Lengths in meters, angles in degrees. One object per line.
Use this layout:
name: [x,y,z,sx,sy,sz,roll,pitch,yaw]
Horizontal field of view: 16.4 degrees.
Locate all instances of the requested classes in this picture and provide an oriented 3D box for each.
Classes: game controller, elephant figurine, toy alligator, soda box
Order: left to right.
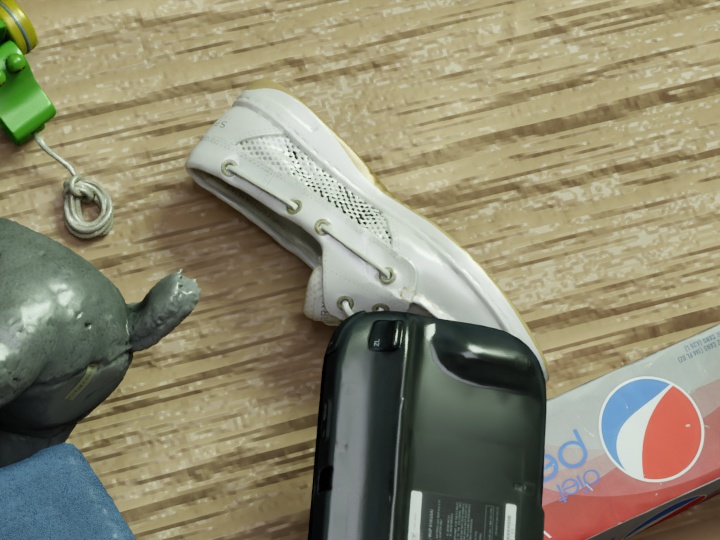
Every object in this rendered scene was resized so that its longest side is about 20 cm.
elephant figurine: [-0.202,-0.002,1.111,0.155,0.142,0.200,-10,53,-43]
toy alligator: [-0.179,-0.102,1.180,0.059,0.054,0.200,-37,80,-19]
game controller: [0.029,0.116,1.087,0.104,0.042,0.201,12,70,-20]
soda box: [0.098,0.096,1.153,0.199,0.063,0.070,-22,76,-15]

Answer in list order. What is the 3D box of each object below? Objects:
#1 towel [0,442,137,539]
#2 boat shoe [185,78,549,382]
towel: [-0.122,0.173,1.036,0.111,0.049,0.200,-20,57,-19]
boat shoe: [0.000,0.000,1.171,0.200,0.071,0.069,42,73,13]
